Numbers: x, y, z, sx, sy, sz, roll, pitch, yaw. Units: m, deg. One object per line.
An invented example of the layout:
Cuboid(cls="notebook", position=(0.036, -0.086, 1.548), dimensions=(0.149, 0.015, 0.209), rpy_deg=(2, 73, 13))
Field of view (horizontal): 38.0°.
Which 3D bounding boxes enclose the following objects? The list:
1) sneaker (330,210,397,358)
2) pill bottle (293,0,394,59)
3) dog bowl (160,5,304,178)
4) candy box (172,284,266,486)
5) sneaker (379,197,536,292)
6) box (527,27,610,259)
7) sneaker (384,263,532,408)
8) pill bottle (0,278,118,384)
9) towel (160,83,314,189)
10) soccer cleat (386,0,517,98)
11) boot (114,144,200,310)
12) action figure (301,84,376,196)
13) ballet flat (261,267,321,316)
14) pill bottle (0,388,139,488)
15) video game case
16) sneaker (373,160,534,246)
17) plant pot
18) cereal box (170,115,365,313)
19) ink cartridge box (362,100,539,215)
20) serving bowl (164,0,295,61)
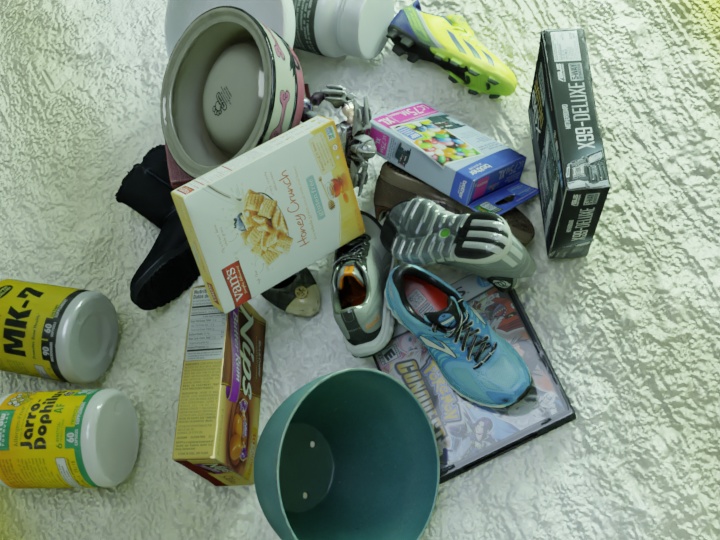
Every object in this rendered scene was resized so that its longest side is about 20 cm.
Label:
Cuboid(cls="sneaker", position=(0.000, 0.000, 1.207), dimensions=(0.073, 0.080, 0.202), rpy_deg=(-18, 45, 15))
Cuboid(cls="pill bottle", position=(-0.062, -0.346, 1.378), dimensions=(0.197, 0.114, 0.115), rpy_deg=(20, 74, 25))
Cuboid(cls="dog bowl", position=(-0.147, -0.203, 1.236), dimensions=(0.198, 0.073, 0.204), rpy_deg=(-2, 87, 40))
Cuboid(cls="candy box", position=(-0.157, 0.131, 1.190), dimensions=(0.055, 0.117, 0.203), rpy_deg=(-4, 64, 16))
Cuboid(cls="sneaker", position=(0.113, -0.017, 1.157), dimensions=(0.199, 0.115, 0.076), rpy_deg=(17, 76, 53))
Cuboid(cls="box", position=(0.227, -0.138, 1.158), dimensions=(0.049, 0.158, 0.203), rpy_deg=(-3, 65, 1))
Cuboid(cls="sneaker", position=(0.097, 0.068, 1.111), dimensions=(0.199, 0.090, 0.079), rpy_deg=(41, 83, 15))
Cuboid(cls="pill bottle", position=(-0.413, 0.072, 1.305), dimensions=(0.197, 0.114, 0.116), rpy_deg=(6, 68, 21))
Cuboid(cls="towel", position=(-0.153, -0.175, 1.346), dimensions=(0.196, 0.023, 0.146), rpy_deg=(-7, 59, -9))
Cuboid(cls="soccer cleat", position=(0.122, -0.285, 1.317), dimensions=(0.199, 0.065, 0.084), rpy_deg=(33, 77, 28))
Cuboid(cls="boot", position=(-0.254, -0.064, 1.337), dimensions=(0.162, 0.074, 0.198), rpy_deg=(38, 75, 26))
Cuboid(cls="action figure", position=(-0.050, -0.158, 1.246), dimensions=(0.199, 0.069, 0.132), rpy_deg=(24, 106, 43))
Cuboid(cls="ballet flat", position=(-0.119, -0.025, 1.258), dimensions=(0.066, 0.057, 0.201), rpy_deg=(-38, 83, -18))
Cuboid(cls="pill bottle", position=(-0.372, 0.199, 1.233), dimensions=(0.196, 0.113, 0.115), rpy_deg=(-4, 65, 17))
Cuboid(cls="video game case", position=(0.115, 0.112, 1.159), dimensions=(0.179, 0.026, 0.202), rpy_deg=(-26, 61, 6))
Cuboid(cls="sneaker", position=(0.107, -0.061, 1.226), dimensions=(0.198, 0.070, 0.077), rpy_deg=(27, 119, 17))
Cuboid(cls="plant pot", position=(-0.035, 0.208, 1.091), dimensions=(0.134, 0.198, 0.203), rpy_deg=(-13, 55, 54))
Cuboid(cls="cereal box", position=(-0.097, -0.063, 1.151), dimensions=(0.198, 0.146, 0.039), rpy_deg=(-32, 31, -24))
Cuboid(cls="ink cartridge box", position=(0.108, -0.134, 1.229), dimensions=(0.199, 0.042, 0.119), rpy_deg=(35, 38, 26))
Cuboid(cls="serving bowl", position=(-0.156, -0.307, 1.330), dimensions=(0.197, 0.065, 0.204), rpy_deg=(4, 96, 34))
